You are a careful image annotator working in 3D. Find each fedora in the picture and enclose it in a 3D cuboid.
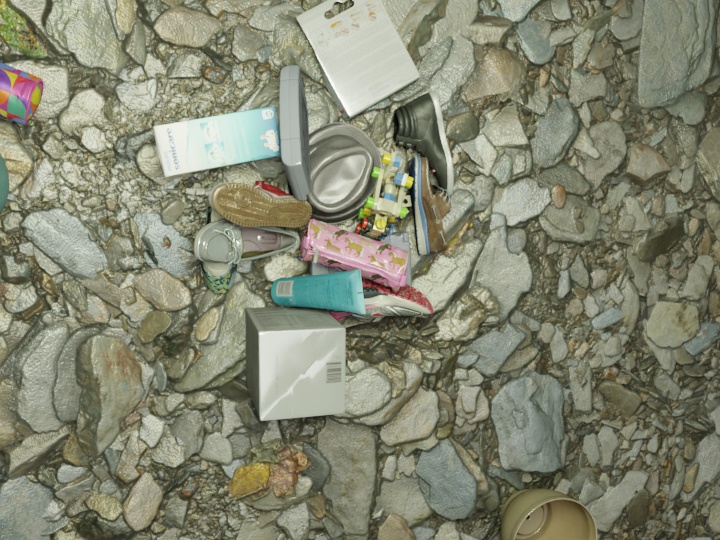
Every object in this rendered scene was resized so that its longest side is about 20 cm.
[{"bbox_3d":[-0.039,-0.176,1.252,0.199,0.090,0.178,-36,106,-8],"label":"fedora"}]

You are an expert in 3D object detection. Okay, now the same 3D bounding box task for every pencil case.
[{"bbox_3d":[-0.010,-0.026,1.223,0.198,0.083,0.087,18,62,-8],"label":"pencil case"},{"bbox_3d":[-0.612,-0.301,1.080,0.199,0.088,0.089,20,93,-15],"label":"pencil case"}]

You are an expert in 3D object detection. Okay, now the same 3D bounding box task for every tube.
[{"bbox_3d":[-0.075,0.038,1.224,0.050,0.199,0.078,-24,108,-49],"label":"tube"}]

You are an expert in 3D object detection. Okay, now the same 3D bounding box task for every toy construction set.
[{"bbox_3d":[0.044,-0.123,1.235,0.091,0.200,0.132,12,82,5],"label":"toy construction set"}]

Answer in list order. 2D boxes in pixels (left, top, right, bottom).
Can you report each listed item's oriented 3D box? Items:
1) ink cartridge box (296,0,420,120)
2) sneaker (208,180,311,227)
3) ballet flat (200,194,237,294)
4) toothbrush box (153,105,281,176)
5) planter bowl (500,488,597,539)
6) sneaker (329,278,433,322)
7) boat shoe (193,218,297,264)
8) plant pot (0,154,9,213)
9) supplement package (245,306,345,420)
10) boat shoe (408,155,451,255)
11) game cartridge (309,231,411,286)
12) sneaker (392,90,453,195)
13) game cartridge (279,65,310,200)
[{"bbox_3d":[-0.006,-0.404,1.259,0.161,0.050,0.201,-31,97,-9],"label":"ink cartridge box"},{"bbox_3d":[-0.193,-0.120,1.189,0.199,0.112,0.072,8,103,-43],"label":"sneaker"},{"bbox_3d":[-0.255,-0.055,1.221,0.074,0.074,0.202,2,96,-16],"label":"ballet flat"},{"bbox_3d":[-0.243,-0.218,1.161,0.198,0.146,0.086,-14,102,-12],"label":"toothbrush box"},{"bbox_3d":[0.381,0.552,1.457,0.198,0.135,0.202,-2,99,-15],"label":"planter bowl"},{"bbox_3d":[0.038,0.062,1.272,0.198,0.081,0.075,9,111,-9],"label":"sneaker"},{"bbox_3d":[-0.199,-0.050,1.191,0.201,0.064,0.075,-6,103,-51],"label":"boat shoe"},{"bbox_3d":[-0.668,-0.138,1.059,0.198,0.135,0.202,-3,99,-15],"label":"plant pot"},{"bbox_3d":[-0.121,0.156,1.222,0.149,0.200,0.153,-2,99,-16],"label":"supplement package"},{"bbox_3d":[0.135,-0.127,1.303,0.072,0.072,0.201,-8,122,0],"label":"boat shoe"},{"bbox_3d":[0.000,0.000,1.312,0.198,0.041,0.134,-5,96,-15],"label":"game cartridge"},{"bbox_3d":[0.117,-0.232,1.306,0.098,0.071,0.202,-16,106,-2],"label":"sneaker"},{"bbox_3d":[-0.111,-0.238,1.160,0.040,0.133,0.202,-3,65,-1],"label":"game cartridge"}]
